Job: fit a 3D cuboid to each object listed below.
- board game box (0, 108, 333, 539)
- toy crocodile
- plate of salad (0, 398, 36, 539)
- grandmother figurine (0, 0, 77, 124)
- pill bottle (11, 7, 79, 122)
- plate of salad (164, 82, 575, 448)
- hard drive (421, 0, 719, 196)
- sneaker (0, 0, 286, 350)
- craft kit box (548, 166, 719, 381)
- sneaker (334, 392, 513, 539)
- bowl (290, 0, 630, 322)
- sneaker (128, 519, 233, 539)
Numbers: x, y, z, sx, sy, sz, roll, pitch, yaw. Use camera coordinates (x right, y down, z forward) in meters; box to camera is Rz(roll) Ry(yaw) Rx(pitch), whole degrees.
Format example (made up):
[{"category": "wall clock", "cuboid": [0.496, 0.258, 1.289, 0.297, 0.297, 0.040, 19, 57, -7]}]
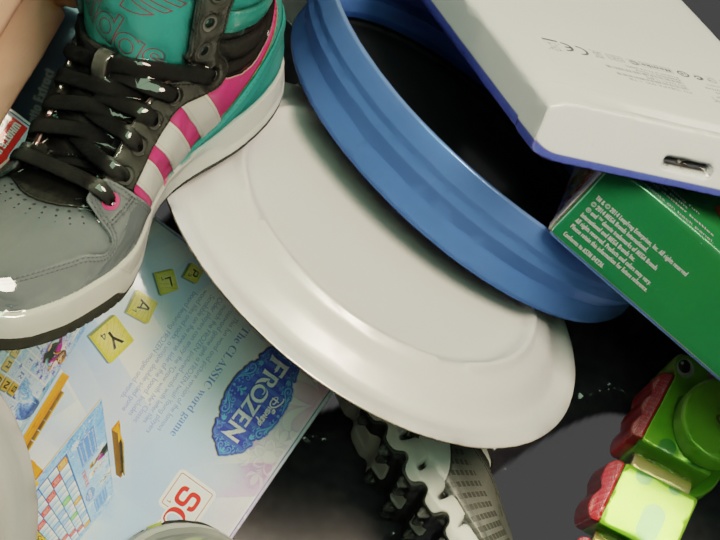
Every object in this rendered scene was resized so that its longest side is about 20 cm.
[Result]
[{"category": "board game box", "cuboid": [-0.139, 0.060, 1.013, 0.199, 0.041, 0.200, 37, 80, -10]}, {"category": "toy crocodile", "cuboid": [0.121, 0.099, 1.096, 0.062, 0.068, 0.201, 29, 70, -2]}, {"category": "plate of salad", "cuboid": [-0.217, 0.091, 0.918, 0.199, 0.048, 0.201, -6, 114, -14]}, {"category": "grandmother figurine", "cuboid": [-0.178, -0.040, 0.955, 0.121, 0.061, 0.201, 29, 81, -15]}, {"category": "pill bottle", "cuboid": [-0.164, -0.113, 1.078, 0.199, 0.120, 0.120, 21, 70, -4]}, {"category": "plate of salad", "cuboid": [0.000, 0.000, 1.030, 0.199, 0.048, 0.201, 29, 31, -19]}, {"category": "hard drive", "cuboid": [0.095, -0.090, 1.042, 0.131, 0.025, 0.200, 11, 26, -24]}, {"category": "sneaker", "cuboid": [-0.087, -0.070, 0.922, 0.083, 0.121, 0.200, 21, 46, 18]}, {"category": "craft kit box", "cuboid": [0.177, 0.002, 1.073, 0.200, 0.198, 0.049, 41, 110, -5]}, {"category": "sneaker", "cuboid": [0.031, 0.045, 1.095, 0.090, 0.067, 0.201, -27, 78, -15]}, {"category": "bowl", "cuboid": [0.054, -0.058, 1.083, 0.201, 0.201, 0.039, 44, 114, 4]}, {"category": "sneaker", "cuboid": [-0.113, 0.177, 0.956, 0.075, 0.076, 0.200, 39, 81, -12]}]
